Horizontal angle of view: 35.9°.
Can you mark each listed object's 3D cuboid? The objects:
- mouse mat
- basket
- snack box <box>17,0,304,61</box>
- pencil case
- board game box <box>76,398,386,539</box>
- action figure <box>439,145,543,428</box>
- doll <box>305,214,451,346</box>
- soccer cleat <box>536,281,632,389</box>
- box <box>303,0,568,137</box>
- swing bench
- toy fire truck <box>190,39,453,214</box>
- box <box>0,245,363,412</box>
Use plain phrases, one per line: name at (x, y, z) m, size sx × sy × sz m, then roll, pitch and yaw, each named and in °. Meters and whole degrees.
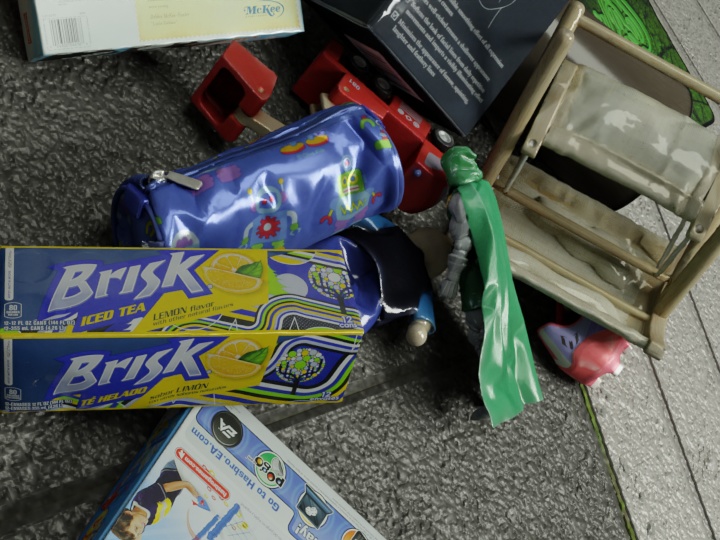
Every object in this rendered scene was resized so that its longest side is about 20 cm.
mouse mat at (0.325, -0.240, 1.263) m, size 0.160 × 0.008 × 0.202 m, roll -25°, pitch 83°, yaw -46°
basket at (0.182, -0.173, 1.011) m, size 0.199 × 0.136 × 0.181 m, roll 37°, pitch 29°, yaw -13°
snack box at (-0.137, -0.212, 0.761) m, size 0.198 × 0.037 × 0.118 m, roll -13°, pitch 99°, yaw -32°
pencil case at (-0.065, -0.049, 0.717) m, size 0.198 × 0.088 × 0.078 m, roll -23°, pitch 49°, yaw -28°
board game box at (-0.072, 0.200, 0.624) m, size 0.200 × 0.056 × 0.197 m, roll 45°, pitch 45°, yaw -12°
action figure at (0.090, 0.007, 0.835) m, size 0.118 × 0.054 × 0.203 m, roll -13°, pitch 94°, yaw -70°
doll at (0.000, 0.000, 0.808) m, size 0.199 × 0.048 × 0.138 m, roll -17°, pitch 72°, yaw -45°
soccer cleat at (0.216, 0.017, 0.980) m, size 0.076 × 0.067 × 0.201 m, roll 42°, pitch 48°, yaw -8°
box at (0.075, -0.238, 0.870) m, size 0.107 × 0.201 × 0.148 m, roll 37°, pitch -2°, yaw 46°
swing bench at (0.203, -0.072, 0.895) m, size 0.197 × 0.202 × 0.130 m, roll 29°, pitch 28°, yaw 3°
toy fire truck at (-0.017, -0.105, 0.835) m, size 0.199 × 0.049 × 0.142 m, roll 40°, pitch 36°, yaw -9°
box at (-0.104, 0.032, 0.630) m, size 0.197 × 0.065 × 0.071 m, roll 0°, pitch 45°, yaw -17°
